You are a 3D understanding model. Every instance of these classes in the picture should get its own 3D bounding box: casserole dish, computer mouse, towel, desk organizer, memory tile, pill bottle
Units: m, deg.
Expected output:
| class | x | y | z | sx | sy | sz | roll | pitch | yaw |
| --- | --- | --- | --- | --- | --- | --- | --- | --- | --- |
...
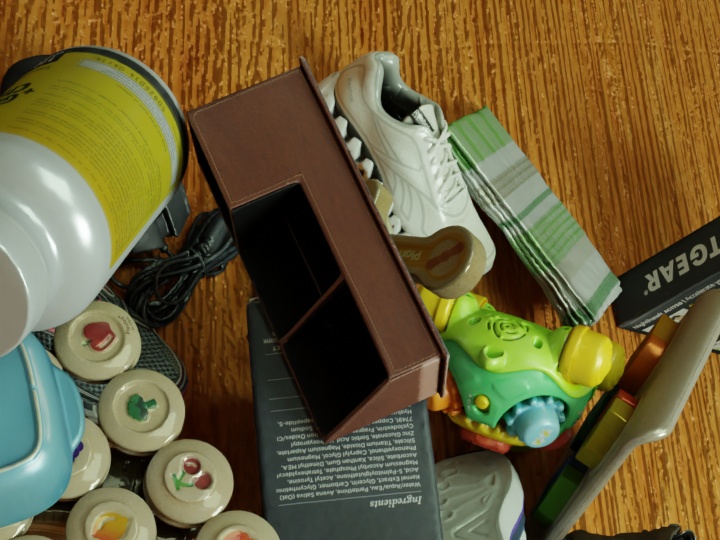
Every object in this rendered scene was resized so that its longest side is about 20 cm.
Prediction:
| class | x | y | z | sx | sy | sz | roll | pitch | yaw |
| --- | --- | --- | --- | --- | --- | --- | --- | --- | --- |
| casserole dish | -0.244 | 0.084 | 0.844 | 0.198 | 0.039 | 0.122 | -11 | 64 | -16 |
| computer mouse | -0.158 | -0.073 | 1.080 | 0.200 | 0.053 | 0.139 | 49 | 42 | -5 |
| towel | 0.139 | -0.044 | 1.335 | 0.201 | 0.031 | 0.149 | 53 | 21 | 2 |
| desk organizer | -0.026 | -0.011 | 0.917 | 0.076 | 0.072 | 0.201 | -23 | 70 | -8 |
| memory tile | -0.148 | 0.121 | 0.874 | 0.152 | 0.017 | 0.201 | -29 | 72 | -24 |
| pill bottle | -0.174 | -0.037 | 0.867 | 0.112 | 0.112 | 0.200 | 44 | 30 | -10 |

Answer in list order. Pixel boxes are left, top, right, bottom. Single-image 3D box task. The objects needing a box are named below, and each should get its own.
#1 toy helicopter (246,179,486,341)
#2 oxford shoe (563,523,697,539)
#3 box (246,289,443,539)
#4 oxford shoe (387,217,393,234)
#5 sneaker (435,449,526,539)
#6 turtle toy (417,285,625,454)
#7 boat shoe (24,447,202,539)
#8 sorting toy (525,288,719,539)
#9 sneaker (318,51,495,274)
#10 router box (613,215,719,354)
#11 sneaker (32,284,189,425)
| class | x | y | z | sx | sy | sz | roll | pitch | yaw |
| --- | --- | --- | --- | --- | --- | --- | --- | --- | --- |
| toy helicopter | 0.000 | 0.000 | 1.079 | 0.079 | 0.199 | 0.133 | 38 | 66 | -40 |
| oxford shoe | 0.198 | 0.215 | 1.123 | 0.084 | 0.200 | 0.073 | -34 | 103 | -12 |
| box | -0.010 | 0.131 | 0.976 | 0.103 | 0.148 | 0.202 | -4 | 66 | -3 |
| oxford shoe | 0.015 | 0.027 | 1.156 | 0.070 | 0.074 | 0.202 | 22 | 51 | -31 |
| sneaker | 0.087 | 0.230 | 1.103 | 0.200 | 0.080 | 0.148 | -87 | 164 | -68 |
| turtle toy | 0.109 | 0.079 | 1.148 | 0.200 | 0.144 | 0.102 | 26 | 83 | -72 |
| boat shoe | -0.186 | 0.123 | 0.918 | 0.198 | 0.065 | 0.073 | 17 | 60 | -11 |
| sorting toy | 0.180 | 0.115 | 1.158 | 0.036 | 0.201 | 0.185 | 37 | 42 | 3 |
| sneaker | 0.045 | -0.081 | 1.254 | 0.201 | 0.081 | 0.075 | 53 | 40 | -4 |
| router box | 0.336 | 0.003 | 1.373 | 0.148 | 0.200 | 0.052 | 14 | 56 | -36 |
| sneaker | -0.186 | 0.021 | 0.976 | 0.199 | 0.074 | 0.081 | 39 | 43 | -17 |
